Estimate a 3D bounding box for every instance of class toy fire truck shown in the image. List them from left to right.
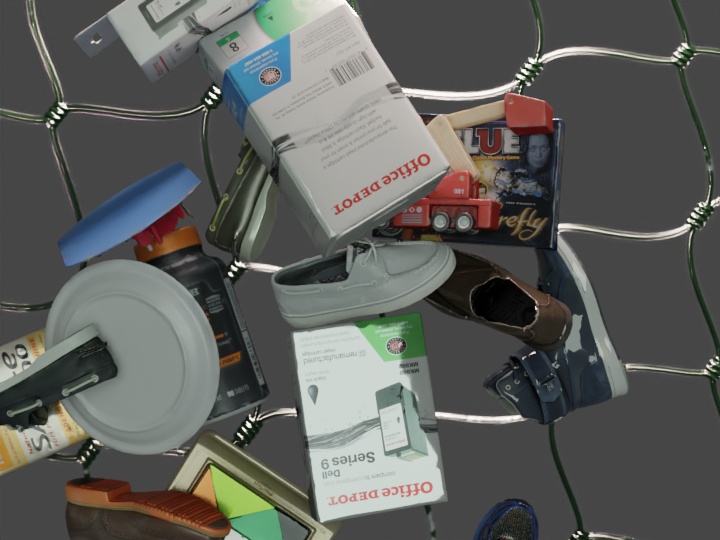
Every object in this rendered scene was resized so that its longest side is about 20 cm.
[{"bbox_3d":[0.098,-0.110,1.464,0.197,0.049,0.143,2,88,17],"label":"toy fire truck"}]

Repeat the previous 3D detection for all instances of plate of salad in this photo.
[{"bbox_3d":[-0.228,0.086,1.421,0.197,0.048,0.203,5,104,19],"label":"plate of salad"}]

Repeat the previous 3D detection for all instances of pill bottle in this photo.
[{"bbox_3d":[-0.175,0.057,1.481,0.105,0.106,0.203,-20,90,-3],"label":"pill bottle"}]

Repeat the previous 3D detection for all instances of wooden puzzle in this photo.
[{"bbox_3d":[-0.144,0.302,1.513,0.184,0.037,0.201,33,88,-2],"label":"wooden puzzle"}]

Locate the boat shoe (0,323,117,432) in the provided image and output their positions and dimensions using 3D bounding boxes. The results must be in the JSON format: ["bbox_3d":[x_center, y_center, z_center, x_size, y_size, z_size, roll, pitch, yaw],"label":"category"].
[{"bbox_3d":[-0.329,0.128,1.399,0.199,0.076,0.061,-32,92,21],"label":"boat shoe"}]

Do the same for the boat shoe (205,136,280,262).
[{"bbox_3d":[-0.106,-0.113,1.504,0.060,0.072,0.204,18,80,11],"label":"boat shoe"}]

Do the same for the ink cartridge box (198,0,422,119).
[{"bbox_3d":[-0.052,-0.199,1.470,0.160,0.050,0.201,-31,65,-16],"label":"ink cartridge box"}]

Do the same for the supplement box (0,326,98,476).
[{"bbox_3d":[-0.318,0.123,1.489,0.198,0.074,0.128,-24,89,-2],"label":"supplement box"}]

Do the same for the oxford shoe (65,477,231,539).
[{"bbox_3d":[-0.223,0.269,1.475,0.197,0.071,0.074,8,96,27],"label":"oxford shoe"}]

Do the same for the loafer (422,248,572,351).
[{"bbox_3d":[0.129,0.019,1.477,0.198,0.071,0.074,21,85,33],"label":"loafer"}]

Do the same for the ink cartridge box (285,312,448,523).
[{"bbox_3d":[0.007,0.156,1.489,0.144,0.084,0.203,-8,85,-7],"label":"ink cartridge box"}]

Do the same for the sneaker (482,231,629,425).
[{"bbox_3d":[0.187,0.065,1.512,0.144,0.077,0.205,-22,90,-4],"label":"sneaker"}]

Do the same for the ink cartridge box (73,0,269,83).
[{"bbox_3d":[-0.195,-0.264,1.481,0.199,0.116,0.068,-35,89,-2],"label":"ink cartridge box"}]

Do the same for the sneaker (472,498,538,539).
[{"bbox_3d":[0.143,0.343,1.504,0.074,0.078,0.203,20,88,-3],"label":"sneaker"}]

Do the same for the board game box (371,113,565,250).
[{"bbox_3d":[0.115,-0.096,1.502,0.197,0.035,0.138,3,88,17],"label":"board game box"}]

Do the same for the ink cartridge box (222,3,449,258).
[{"bbox_3d":[-0.027,-0.138,1.400,0.145,0.086,0.201,-30,83,-15],"label":"ink cartridge box"}]

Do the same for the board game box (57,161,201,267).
[{"bbox_3d":[-0.231,-0.044,1.444,0.157,0.200,0.039,-34,109,-7],"label":"board game box"}]

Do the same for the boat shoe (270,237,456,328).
[{"bbox_3d":[0.000,0.000,1.487,0.197,0.073,0.069,-12,133,17],"label":"boat shoe"}]
